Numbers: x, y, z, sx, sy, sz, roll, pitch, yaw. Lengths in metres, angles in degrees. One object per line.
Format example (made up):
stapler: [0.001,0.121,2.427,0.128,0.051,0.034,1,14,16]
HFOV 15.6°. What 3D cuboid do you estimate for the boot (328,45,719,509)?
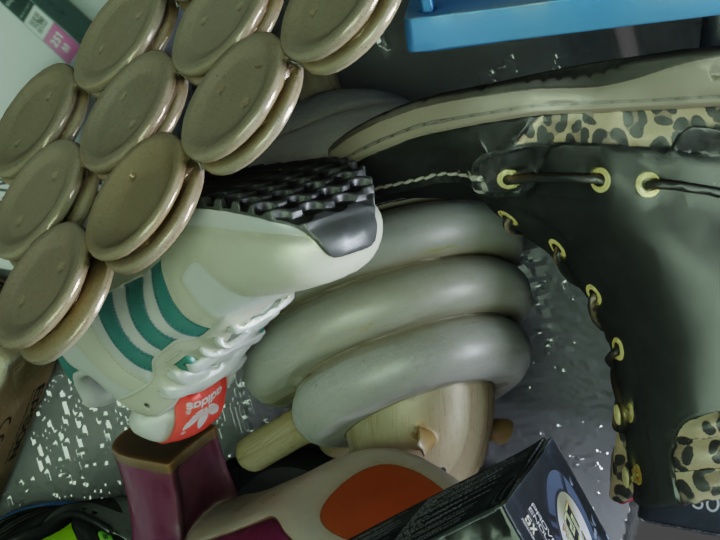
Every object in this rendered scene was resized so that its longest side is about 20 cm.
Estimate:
boot: [0.086,0.005,0.904,0.199,0.073,0.152,-8,92,27]

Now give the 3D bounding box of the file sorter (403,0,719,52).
file sorter: [0.112,-0.165,0.917,0.199,0.139,0.123,-6,112,10]

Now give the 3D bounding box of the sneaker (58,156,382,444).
sneaker: [-0.053,0.014,0.948,0.199,0.070,0.094,-2,102,52]

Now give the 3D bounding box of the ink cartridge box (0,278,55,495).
ink cartridge box: [-0.239,0.075,1.136,0.164,0.075,0.201,29,111,10]

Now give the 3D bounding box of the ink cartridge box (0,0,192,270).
ink cartridge box: [-0.155,-0.091,1.048,0.172,0.044,0.201,8,129,12]

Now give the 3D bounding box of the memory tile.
memory tile: [-0.061,-0.069,0.916,0.017,0.154,0.200,35,114,-30]

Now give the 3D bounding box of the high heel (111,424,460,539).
high heel: [-0.012,0.116,0.981,0.199,0.067,0.097,15,128,46]

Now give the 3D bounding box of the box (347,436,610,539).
box: [0.011,0.177,0.866,0.199,0.086,0.164,-29,93,18]

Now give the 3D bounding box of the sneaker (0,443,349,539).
sneaker: [-0.081,0.122,1.096,0.198,0.083,0.071,-13,99,18]

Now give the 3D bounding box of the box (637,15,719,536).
box: [0.218,0.002,0.960,0.199,0.124,0.198,9,103,14]

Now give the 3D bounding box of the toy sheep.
toy sheep: [0.000,0.000,1.022,0.137,0.138,0.201,-24,78,20]
